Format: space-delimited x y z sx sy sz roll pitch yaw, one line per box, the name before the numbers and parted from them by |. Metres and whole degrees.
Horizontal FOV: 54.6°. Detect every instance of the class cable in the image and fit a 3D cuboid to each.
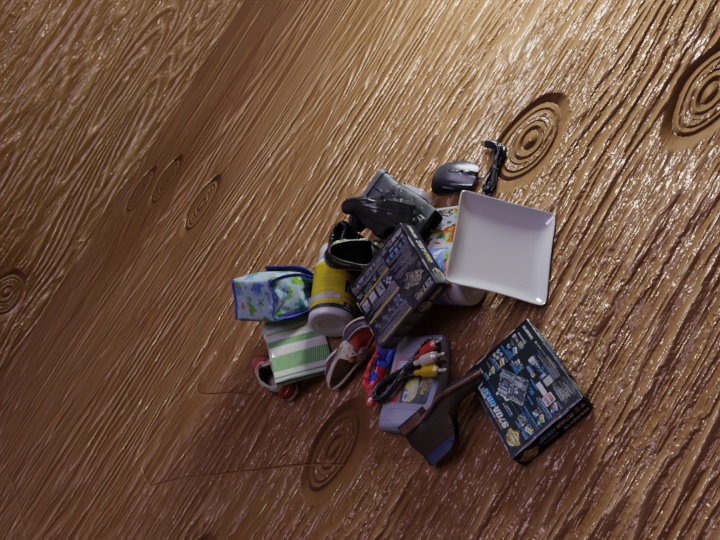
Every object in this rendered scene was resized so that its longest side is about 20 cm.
cable | 0.093 0.190 1.379 0.197 0.050 0.099 -27 45 29

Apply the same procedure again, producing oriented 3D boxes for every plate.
plate | 0.270 -0.041 1.347 0.033 0.194 0.204 101 -177 -64

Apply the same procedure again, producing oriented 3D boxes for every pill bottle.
pill bottle | 0.156 0.013 1.448 0.197 0.111 0.115 0 62 46
pill bottle | -0.061 0.042 1.657 0.112 0.114 0.205 -22 49 34

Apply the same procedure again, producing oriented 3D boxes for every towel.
towel | -0.151 0.182 1.667 0.148 0.024 0.202 -14 41 -8

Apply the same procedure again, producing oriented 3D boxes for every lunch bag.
lunch bag | -0.196 0.054 1.746 0.167 0.197 0.132 0 96 44

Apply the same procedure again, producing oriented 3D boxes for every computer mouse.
computer mouse | 0.240 -0.243 1.597 0.197 0.046 0.143 10 72 50

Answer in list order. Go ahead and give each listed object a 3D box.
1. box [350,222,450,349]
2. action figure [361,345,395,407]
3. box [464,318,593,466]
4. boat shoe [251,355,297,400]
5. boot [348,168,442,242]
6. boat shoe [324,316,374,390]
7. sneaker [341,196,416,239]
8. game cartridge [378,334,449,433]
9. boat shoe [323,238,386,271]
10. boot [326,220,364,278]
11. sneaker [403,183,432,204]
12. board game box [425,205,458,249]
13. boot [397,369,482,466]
box | 0.074 0.033 1.419 0.201 0.048 0.163 -52 50 30
action figure | 0.047 0.191 1.473 0.051 0.064 0.205 -18 49 58
box | 0.287 0.207 1.217 0.159 0.046 0.202 -45 39 14
boat shoe | -0.223 0.254 1.706 0.199 0.062 0.072 28 86 53
boot | 0.075 -0.113 1.593 0.199 0.065 0.167 42 110 32
boat shoe | -0.022 0.180 1.521 0.201 0.070 0.063 -54 22 35
sneaker | 0.033 -0.117 1.543 0.196 0.075 0.094 10 102 41
game cartridge | 0.113 0.226 1.401 0.131 0.041 0.205 -5 59 40
boat shoe | 0.019 -0.032 1.524 0.061 0.195 0.074 130 138 -76
boot | -0.002 0.001 1.586 0.079 0.156 0.215 -36 41 26
sneaker | 0.087 -0.145 1.671 0.198 0.071 0.114 13 69 58
board game box | 0.182 -0.076 1.547 0.197 0.034 0.129 -5 61 45
boot | 0.166 0.268 1.271 0.199 0.074 0.098 -43 78 25
